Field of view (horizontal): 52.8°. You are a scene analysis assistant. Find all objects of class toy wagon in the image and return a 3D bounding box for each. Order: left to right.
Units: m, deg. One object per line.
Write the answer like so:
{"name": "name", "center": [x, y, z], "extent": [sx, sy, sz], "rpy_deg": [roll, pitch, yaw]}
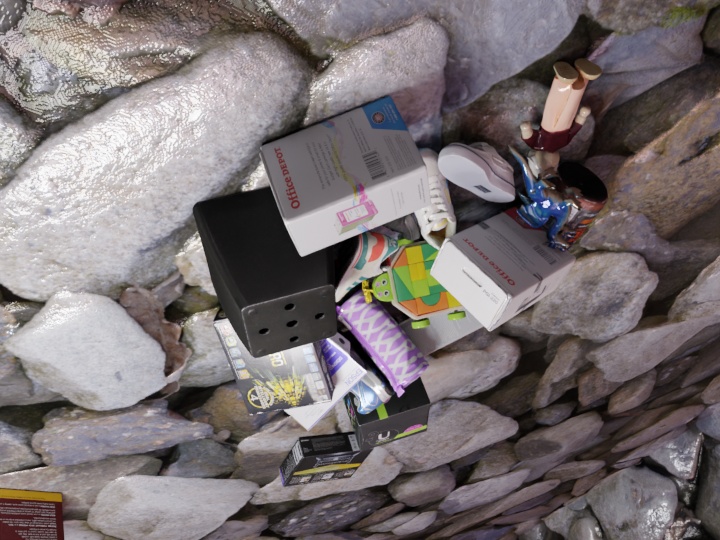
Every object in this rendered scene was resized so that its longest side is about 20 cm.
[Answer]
{"name": "toy wagon", "center": [0.101, 0.019, 1.246], "extent": [0.197, 0.158, 0.040], "rpy_deg": [-12, -179, -14]}

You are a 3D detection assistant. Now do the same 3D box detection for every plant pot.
{"name": "plant pot", "center": [-0.125, 0.009, 1.084], "extent": [0.197, 0.179, 0.201], "rpy_deg": [-13, 144, -10]}

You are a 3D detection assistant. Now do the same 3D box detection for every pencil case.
{"name": "pencil case", "center": [0.035, 0.124, 1.306], "extent": [0.085, 0.200, 0.084], "rpy_deg": [-26, 158, -49]}

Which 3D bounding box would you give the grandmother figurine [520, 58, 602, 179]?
{"name": "grandmother figurine", "center": [0.300, -0.223, 1.117], "extent": [0.119, 0.061, 0.201], "rpy_deg": [-6, 140, -8]}

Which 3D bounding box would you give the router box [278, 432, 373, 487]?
{"name": "router box", "center": [-0.087, 0.472, 1.814], "extent": [0.198, 0.053, 0.158], "rpy_deg": [2, 139, -30]}

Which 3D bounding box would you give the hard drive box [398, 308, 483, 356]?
{"name": "hard drive box", "center": [0.183, 0.090, 1.389], "extent": [0.198, 0.078, 0.156], "rpy_deg": [-27, 174, 7]}

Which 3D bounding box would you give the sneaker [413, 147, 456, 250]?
{"name": "sneaker", "center": [0.112, -0.112, 1.138], "extent": [0.076, 0.081, 0.201], "rpy_deg": [-24, 144, 6]}

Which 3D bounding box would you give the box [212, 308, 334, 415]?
{"name": "box", "center": [-0.147, 0.147, 1.255], "extent": [0.159, 0.049, 0.202], "rpy_deg": [-12, 114, 9]}

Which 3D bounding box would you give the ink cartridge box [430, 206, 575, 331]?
{"name": "ink cartridge box", "center": [0.234, -0.007, 1.187], "extent": [0.199, 0.146, 0.085], "rpy_deg": [-22, 148, -42]}

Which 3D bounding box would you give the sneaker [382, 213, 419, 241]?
{"name": "sneaker", "center": [0.020, -0.100, 1.126], "extent": [0.103, 0.060, 0.201], "rpy_deg": [-25, 140, 3]}

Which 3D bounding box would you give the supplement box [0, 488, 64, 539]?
{"name": "supplement box", "center": [-0.722, 0.569, 1.467], "extent": [0.132, 0.202, 0.196], "rpy_deg": [-39, 142, 23]}

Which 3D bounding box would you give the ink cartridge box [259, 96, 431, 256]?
{"name": "ink cartridge box", "center": [-0.022, -0.129, 0.987], "extent": [0.197, 0.146, 0.085], "rpy_deg": [-21, 147, -3]}

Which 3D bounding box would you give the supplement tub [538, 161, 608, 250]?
{"name": "supplement tub", "center": [0.338, -0.085, 1.275], "extent": [0.106, 0.108, 0.201], "rpy_deg": [0, 140, -28]}

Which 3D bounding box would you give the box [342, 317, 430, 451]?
{"name": "box", "center": [0.036, 0.224, 1.430], "extent": [0.146, 0.202, 0.125], "rpy_deg": [-15, 145, -10]}

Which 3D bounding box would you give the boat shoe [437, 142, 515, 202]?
{"name": "boat shoe", "center": [0.181, -0.164, 1.123], "extent": [0.073, 0.066, 0.199], "rpy_deg": [-1, 166, 33]}

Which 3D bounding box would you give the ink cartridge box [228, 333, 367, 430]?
{"name": "ink cartridge box", "center": [-0.112, 0.169, 1.319], "extent": [0.199, 0.043, 0.198], "rpy_deg": [41, 120, -6]}

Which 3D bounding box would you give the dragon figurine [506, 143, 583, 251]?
{"name": "dragon figurine", "center": [0.284, -0.108, 1.154], "extent": [0.199, 0.059, 0.099], "rpy_deg": [33, 132, -16]}

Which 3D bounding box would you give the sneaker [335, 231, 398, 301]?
{"name": "sneaker", "center": [0.000, -0.001, 1.202], "extent": [0.092, 0.071, 0.200], "rpy_deg": [3, 151, -19]}

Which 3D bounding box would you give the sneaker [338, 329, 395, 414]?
{"name": "sneaker", "center": [-0.025, 0.176, 1.335], "extent": [0.077, 0.200, 0.076], "rpy_deg": [-48, 149, 8]}
